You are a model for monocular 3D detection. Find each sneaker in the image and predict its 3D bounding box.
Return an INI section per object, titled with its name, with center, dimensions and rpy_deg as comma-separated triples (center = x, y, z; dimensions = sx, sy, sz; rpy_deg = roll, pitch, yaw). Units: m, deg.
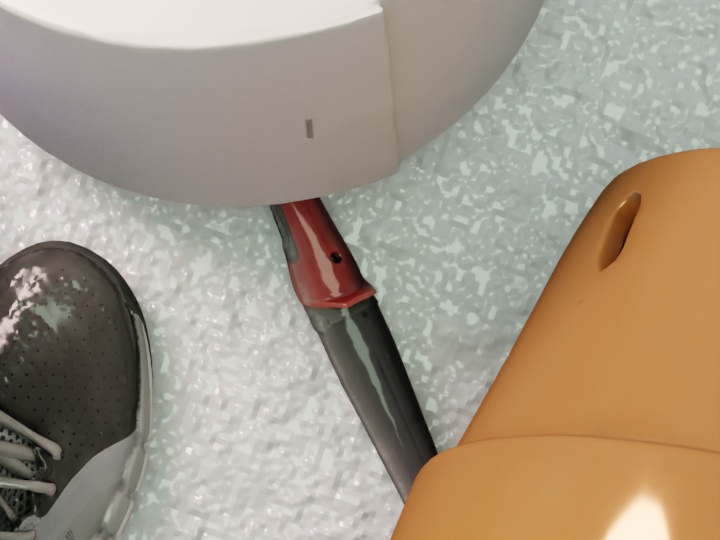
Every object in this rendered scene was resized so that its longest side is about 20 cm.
[sneaker]
center = -0.114, 0.086, 0.748
dimensions = 0.075, 0.115, 0.201
rpy_deg = 19, 87, 0

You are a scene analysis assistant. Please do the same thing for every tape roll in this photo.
[tape roll]
center = -0.040, -0.132, 0.733
dimensions = 0.202, 0.139, 0.203
rpy_deg = -1, 75, 2

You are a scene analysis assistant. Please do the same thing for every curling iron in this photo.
[curling iron]
center = 0.000, 0.000, 0.800
dimensions = 0.049, 0.026, 0.201
rpy_deg = -17, 88, 1

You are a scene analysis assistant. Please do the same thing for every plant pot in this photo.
[plant pot]
center = 0.115, 0.058, 0.728
dimensions = 0.199, 0.200, 0.140
rpy_deg = 16, 70, 0
